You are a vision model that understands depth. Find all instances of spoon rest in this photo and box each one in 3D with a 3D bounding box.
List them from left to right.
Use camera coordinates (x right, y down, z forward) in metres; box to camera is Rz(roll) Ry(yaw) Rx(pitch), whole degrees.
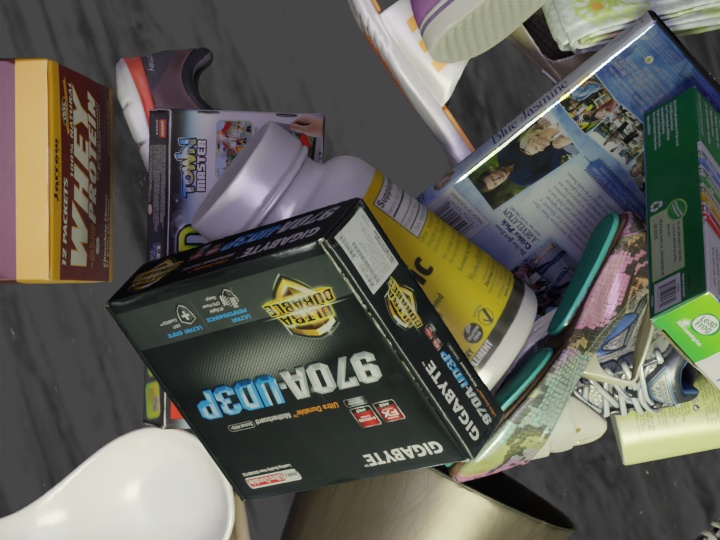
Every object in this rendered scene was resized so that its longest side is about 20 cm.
[{"bbox_3d":[-0.172,0.160,1.381,0.200,0.061,0.099,-15,91,23],"label":"spoon rest"}]

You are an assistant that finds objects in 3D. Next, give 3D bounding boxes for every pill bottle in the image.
[{"bbox_3d":[0.000,0.000,1.315,0.200,0.111,0.111,37,92,-9],"label":"pill bottle"}]

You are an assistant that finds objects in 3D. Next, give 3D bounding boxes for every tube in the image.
[{"bbox_3d":[0.263,0.084,1.396,0.200,0.052,0.058,-13,94,3],"label":"tube"}]

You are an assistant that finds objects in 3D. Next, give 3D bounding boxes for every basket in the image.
[{"bbox_3d":[0.011,0.206,1.373,0.180,0.136,0.200,29,95,2],"label":"basket"}]

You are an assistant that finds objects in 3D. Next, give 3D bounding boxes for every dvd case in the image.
[{"bbox_3d":[0.148,-0.055,1.365,0.200,0.018,0.143,-39,122,15],"label":"dvd case"}]

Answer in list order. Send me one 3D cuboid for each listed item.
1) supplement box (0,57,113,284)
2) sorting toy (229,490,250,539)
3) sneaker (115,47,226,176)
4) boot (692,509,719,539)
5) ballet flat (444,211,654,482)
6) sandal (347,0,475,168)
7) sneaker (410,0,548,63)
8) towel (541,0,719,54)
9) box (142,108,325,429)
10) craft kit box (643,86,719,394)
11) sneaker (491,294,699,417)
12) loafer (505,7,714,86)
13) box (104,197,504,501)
[{"bbox_3d":[-0.271,-0.057,1.358,0.200,0.197,0.133,0,89,4],"label":"supplement box"},{"bbox_3d":[-0.148,0.250,1.379,0.200,0.036,0.185,-23,50,12],"label":"sorting toy"},{"bbox_3d":[-0.096,-0.056,1.411,0.082,0.077,0.200,-20,89,-3],"label":"sneaker"},{"bbox_3d":[0.247,0.170,1.363,0.096,0.074,0.200,-12,111,7],"label":"boot"},{"bbox_3d":[0.131,0.058,1.303,0.071,0.069,0.200,36,77,-6],"label":"ballet flat"},{"bbox_3d":[0.059,-0.122,1.403,0.059,0.079,0.207,-34,96,1],"label":"sandal"},{"bbox_3d":[0.097,-0.223,1.303,0.200,0.073,0.114,-31,64,34],"label":"sneaker"},{"bbox_3d":[0.184,-0.238,1.369,0.171,0.048,0.200,-10,71,-12],"label":"towel"},{"bbox_3d":[-0.080,-0.002,1.364,0.110,0.035,0.200,1,93,-28],"label":"box"},{"bbox_3d":[0.243,0.018,1.292,0.049,0.200,0.198,-28,123,26],"label":"craft kit box"},{"bbox_3d":[0.167,0.056,1.358,0.200,0.077,0.085,-35,48,-9],"label":"sneaker"},{"bbox_3d":[0.154,-0.140,1.396,0.200,0.068,0.076,36,92,3],"label":"loafer"},{"bbox_3d":[-0.036,0.051,1.259,0.200,0.046,0.159,-15,116,44],"label":"box"}]
